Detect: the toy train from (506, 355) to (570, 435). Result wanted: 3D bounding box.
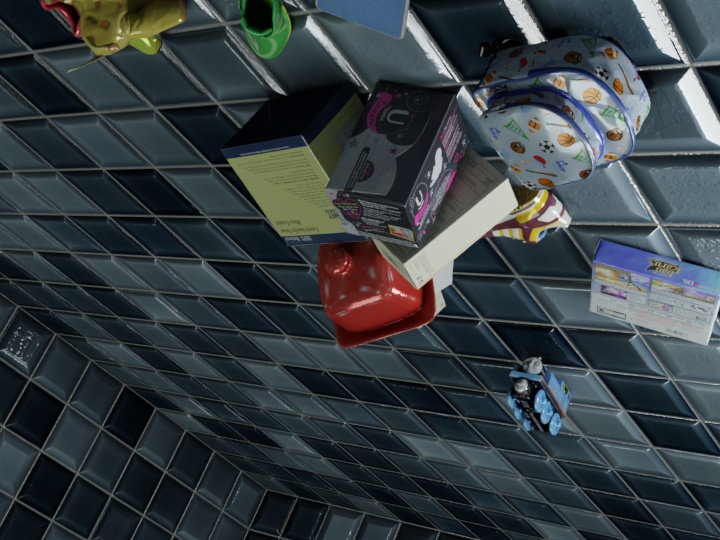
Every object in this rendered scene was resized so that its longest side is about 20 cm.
[{"bbox_3d":[0.357,0.250,2.281,0.087,0.114,0.200,5,151,31],"label":"toy train"}]

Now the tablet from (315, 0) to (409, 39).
[{"bbox_3d":[0.005,-0.374,1.436,0.130,0.014,0.200,22,157,6],"label":"tablet"}]

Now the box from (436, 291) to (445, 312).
[{"bbox_3d":[0.057,0.009,2.020,0.200,0.068,0.082,40,165,37],"label":"box"}]

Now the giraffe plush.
[{"bbox_3d":[-0.362,-0.394,1.604,0.172,0.200,0.162,-2,116,52],"label":"giraffe plush"}]

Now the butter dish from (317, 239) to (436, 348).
[{"bbox_3d":[0.000,0.000,1.784,0.199,0.200,0.148,-19,156,31],"label":"butter dish"}]

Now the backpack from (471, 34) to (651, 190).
[{"bbox_3d":[0.252,-0.200,1.405,0.190,0.154,0.200,-15,133,42],"label":"backpack"}]

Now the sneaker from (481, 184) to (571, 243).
[{"bbox_3d":[0.237,-0.072,1.768,0.090,0.075,0.200,39,154,-19],"label":"sneaker"}]

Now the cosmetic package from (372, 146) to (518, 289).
[{"bbox_3d":[0.121,-0.079,1.679,0.104,0.200,0.073,47,173,39],"label":"cosmetic package"}]

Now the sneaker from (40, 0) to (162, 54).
[{"bbox_3d":[-0.396,-0.378,1.721,0.200,0.090,0.078,31,154,-18],"label":"sneaker"}]

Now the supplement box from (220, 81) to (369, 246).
[{"bbox_3d":[-0.067,-0.158,1.752,0.200,0.134,0.200,-2,130,47],"label":"supplement box"}]

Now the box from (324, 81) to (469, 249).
[{"bbox_3d":[0.054,-0.153,1.617,0.132,0.200,0.115,14,153,24],"label":"box"}]

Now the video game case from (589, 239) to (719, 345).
[{"bbox_3d":[0.468,0.036,1.806,0.200,0.046,0.181,17,157,17],"label":"video game case"}]

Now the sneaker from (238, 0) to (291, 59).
[{"bbox_3d":[-0.138,-0.347,1.542,0.074,0.084,0.200,22,157,5],"label":"sneaker"}]

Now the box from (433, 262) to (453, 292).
[{"bbox_3d":[0.051,-0.044,1.912,0.200,0.097,0.125,13,110,26],"label":"box"}]
